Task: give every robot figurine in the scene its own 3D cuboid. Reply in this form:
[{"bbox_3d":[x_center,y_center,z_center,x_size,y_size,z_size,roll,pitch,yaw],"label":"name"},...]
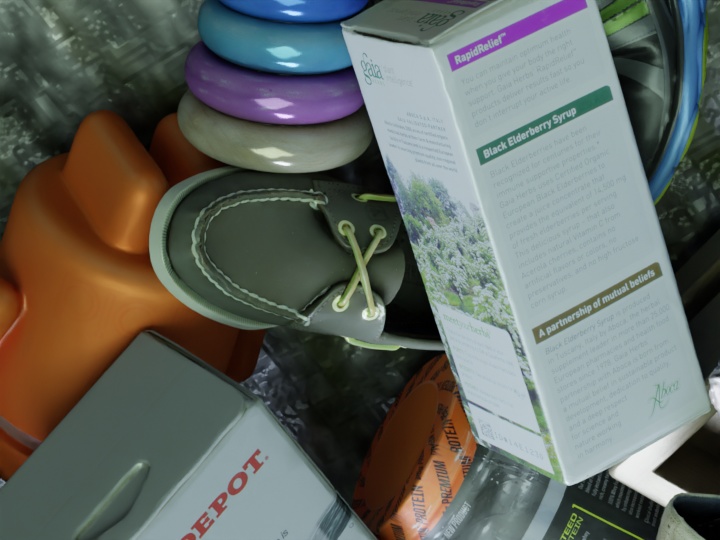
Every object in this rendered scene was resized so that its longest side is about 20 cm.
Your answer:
[{"bbox_3d":[-0.116,0.026,0.981,0.117,0.144,0.200,27,120,10],"label":"robot figurine"}]

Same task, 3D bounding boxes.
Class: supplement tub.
[{"bbox_3d":[0.104,0.125,1.027,0.200,0.123,0.123,29,117,-14],"label":"supplement tub"}]

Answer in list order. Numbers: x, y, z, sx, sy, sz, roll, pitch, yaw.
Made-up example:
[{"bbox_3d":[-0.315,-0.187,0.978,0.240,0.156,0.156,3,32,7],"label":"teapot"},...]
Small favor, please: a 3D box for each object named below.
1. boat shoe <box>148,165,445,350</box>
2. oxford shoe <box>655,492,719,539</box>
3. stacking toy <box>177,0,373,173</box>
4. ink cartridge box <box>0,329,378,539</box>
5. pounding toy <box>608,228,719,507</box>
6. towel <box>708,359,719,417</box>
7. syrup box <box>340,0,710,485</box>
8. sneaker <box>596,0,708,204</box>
[{"bbox_3d":[0.000,-0.003,0.936,0.202,0.060,0.072,11,87,-43],"label":"boat shoe"},{"bbox_3d":[0.217,0.130,0.886,0.200,0.071,0.074,2,125,11],"label":"oxford shoe"},{"bbox_3d":[-0.027,-0.145,0.897,0.085,0.085,0.200,6,114,-1],"label":"stacking toy"},{"bbox_3d":[-0.070,0.143,0.936,0.147,0.083,0.200,-48,136,-14],"label":"ink cartridge box"},{"bbox_3d":[0.246,0.030,0.976,0.184,0.142,0.200,29,128,-14],"label":"pounding toy"},{"bbox_3d":[0.261,0.095,0.913,0.191,0.032,0.200,-10,126,19],"label":"towel"},{"bbox_3d":[0.069,-0.022,0.893,0.081,0.079,0.200,-26,111,-21],"label":"syrup box"},{"bbox_3d":[0.105,-0.120,0.919,0.083,0.071,0.200,-3,115,11],"label":"sneaker"}]
